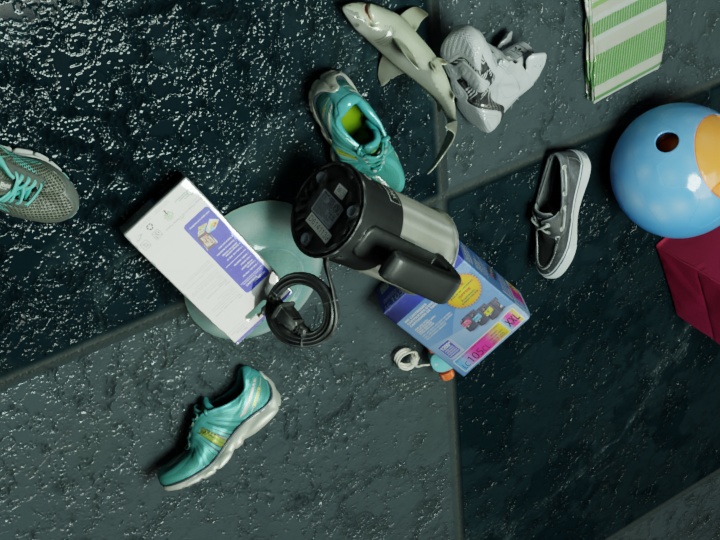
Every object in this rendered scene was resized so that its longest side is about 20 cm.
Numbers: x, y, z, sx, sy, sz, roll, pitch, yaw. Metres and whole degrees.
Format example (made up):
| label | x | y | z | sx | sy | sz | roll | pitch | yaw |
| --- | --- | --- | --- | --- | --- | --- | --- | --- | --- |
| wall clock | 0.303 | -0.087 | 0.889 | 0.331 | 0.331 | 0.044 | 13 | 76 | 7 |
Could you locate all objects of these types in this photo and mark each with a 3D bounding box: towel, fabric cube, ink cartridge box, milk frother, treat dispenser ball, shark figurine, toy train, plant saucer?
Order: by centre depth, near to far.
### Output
| label | x | y | z | sx | sy | sz | roll | pitch | yaw |
| --- | --- | --- | --- | --- | --- | --- | --- | --- | --- |
| ink cartridge box | -0.180 | -0.012 | 1.201 | 0.099 | 0.039 | 0.200 | -43 | 116 | -4 |
| shark figurine | 0.059 | -0.232 | 1.229 | 0.089 | 0.215 | 0.128 | -34 | -178 | 40 |
| milk frother | 0.000 | 0.000 | 1.232 | 0.200 | 0.181 | 0.188 | -40 | 142 | 25 |
| plant saucer | -0.126 | 0.010 | 1.289 | 0.201 | 0.039 | 0.201 | -18 | 126 | -25 |
| ink cartridge box | 0.118 | 0.036 | 1.415 | 0.200 | 0.076 | 0.136 | 38 | 107 | -24 |
| towel | 0.373 | -0.353 | 1.431 | 0.152 | 0.023 | 0.200 | -28 | 129 | -19 |
| toy train | 0.135 | 0.067 | 1.509 | 0.150 | 0.056 | 0.200 | 21 | 114 | -19 |
| treat dispenser ball | 0.474 | -0.148 | 1.510 | 0.200 | 0.201 | 0.201 | -18 | 127 | -26 |
| fabric cube | 0.663 | 0.004 | 1.744 | 0.196 | 0.200 | 0.200 | -38 | 133 | -8 |

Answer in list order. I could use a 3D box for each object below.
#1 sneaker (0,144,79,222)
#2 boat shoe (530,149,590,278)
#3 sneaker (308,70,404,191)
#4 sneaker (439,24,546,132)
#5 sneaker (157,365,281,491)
| label | x | y | z | sx | sy | sz | roll | pitch | yaw |
| --- | --- | --- | --- | --- | --- | --- | --- | --- | --- |
| sneaker | -0.365 | -0.091 | 1.016 | 0.200 | 0.091 | 0.078 | 29 | 99 | -43 |
| boat shoe | 0.285 | -0.081 | 1.505 | 0.068 | 0.072 | 0.201 | -6 | 118 | -35 |
| sneaker | 0.002 | -0.152 | 1.240 | 0.077 | 0.080 | 0.200 | -42 | 135 | -5 |
| sneaker | 0.170 | -0.268 | 1.285 | 0.115 | 0.075 | 0.200 | -46 | 154 | -8 |
| sneaker | -0.200 | 0.210 | 1.356 | 0.200 | 0.077 | 0.080 | -45 | 115 | -10 |
